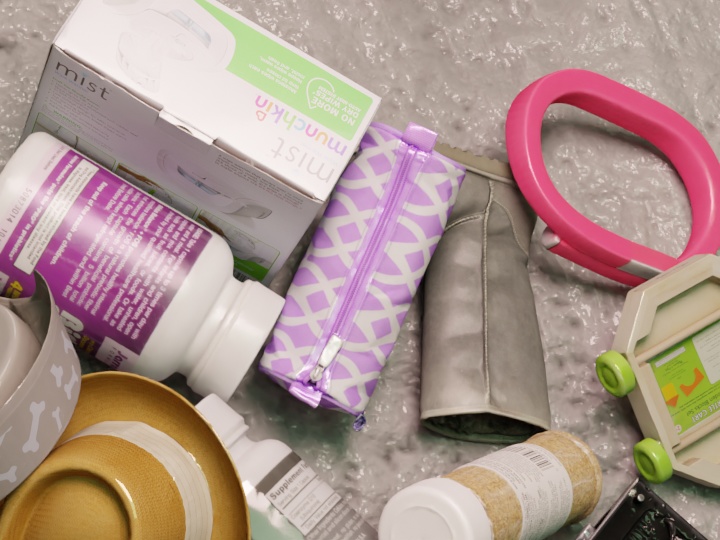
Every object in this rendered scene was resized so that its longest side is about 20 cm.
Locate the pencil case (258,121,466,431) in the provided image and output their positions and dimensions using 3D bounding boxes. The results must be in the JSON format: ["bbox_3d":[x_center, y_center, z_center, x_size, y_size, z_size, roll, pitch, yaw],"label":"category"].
[{"bbox_3d":[0.000,0.000,1.469,0.084,0.085,0.200,22,87,10],"label":"pencil case"}]

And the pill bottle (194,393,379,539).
[{"bbox_3d":[-0.055,0.181,1.399,0.200,0.114,0.114,43,62,4],"label":"pill bottle"}]

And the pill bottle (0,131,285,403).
[{"bbox_3d":[-0.154,0.004,1.443,0.200,0.112,0.112,31,62,-2],"label":"pill bottle"}]

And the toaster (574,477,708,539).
[{"bbox_3d":[0.187,0.266,1.437,0.200,0.119,0.181,41,63,3],"label":"toaster"}]

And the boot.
[{"bbox_3d":[0.052,0.014,1.538,0.182,0.073,0.200,11,72,-11],"label":"boot"}]

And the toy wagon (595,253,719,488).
[{"bbox_3d":[0.255,0.093,1.559,0.155,0.040,0.200,-27,100,-22],"label":"toy wagon"}]

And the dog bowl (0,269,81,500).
[{"bbox_3d":[-0.259,0.083,1.343,0.200,0.200,0.059,-54,129,-28],"label":"dog bowl"}]

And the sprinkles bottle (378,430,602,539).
[{"bbox_3d":[0.088,0.153,1.427,0.068,0.068,0.200,58,29,11],"label":"sprinkles bottle"}]

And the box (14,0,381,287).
[{"bbox_3d":[-0.113,-0.093,1.462,0.200,0.176,0.097,30,62,-3],"label":"box"}]

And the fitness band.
[{"bbox_3d":[0.186,-0.065,1.595,0.200,0.037,0.144,22,59,-29],"label":"fitness band"}]

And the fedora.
[{"bbox_3d":[-0.165,0.161,1.330,0.201,0.201,0.082,56,24,10],"label":"fedora"}]
